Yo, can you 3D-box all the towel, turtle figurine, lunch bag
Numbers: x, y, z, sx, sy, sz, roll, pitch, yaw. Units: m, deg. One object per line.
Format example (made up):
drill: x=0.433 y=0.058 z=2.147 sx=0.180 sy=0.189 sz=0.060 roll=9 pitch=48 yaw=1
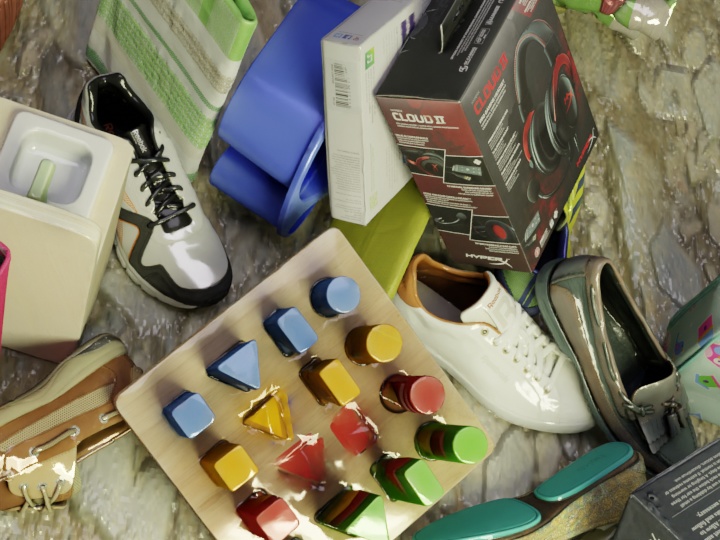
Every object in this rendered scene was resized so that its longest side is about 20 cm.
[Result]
towel: x=-0.141 y=-0.175 z=1.091 sx=0.031 sy=0.200 sz=0.150 roll=-27 pitch=73 yaw=-34
towel: x=0.000 y=0.000 z=1.109 sx=0.085 sy=0.018 sz=0.201 roll=6 pitch=58 yaw=34
turtle figurine: x=0.182 y=-0.285 z=1.278 sx=0.192 sy=0.144 sz=0.202 roll=19 pitch=63 yaw=-11
lunch bag: x=0.345 y=0.072 z=1.128 sx=0.198 sy=0.161 sz=0.078 roll=19 pitch=60 yaw=-5

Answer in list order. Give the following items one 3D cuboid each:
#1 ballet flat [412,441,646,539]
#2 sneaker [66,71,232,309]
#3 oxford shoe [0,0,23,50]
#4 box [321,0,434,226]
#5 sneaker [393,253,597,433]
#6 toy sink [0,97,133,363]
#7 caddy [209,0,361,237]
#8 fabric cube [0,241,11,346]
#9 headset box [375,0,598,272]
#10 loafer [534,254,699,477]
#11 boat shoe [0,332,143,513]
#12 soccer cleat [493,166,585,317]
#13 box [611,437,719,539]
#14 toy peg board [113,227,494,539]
ballet flat: x=0.129 y=0.190 z=1.064 sx=0.198 sy=0.071 sz=0.071 roll=-21 pitch=70 yaw=-23
sneaker: x=-0.161 y=-0.060 z=1.095 sx=0.073 sy=0.080 sz=0.201 roll=-29 pitch=76 yaw=-28
oxford shoe: x=-0.327 y=-0.173 z=1.110 sx=0.073 sy=0.071 sz=0.201 roll=31 pitch=59 yaw=4
box: x=0.034 y=-0.145 z=1.097 sx=0.036 sy=0.146 sz=0.200 roll=16 pitch=38 yaw=25
sneaker: x=0.108 y=0.056 z=1.112 sx=0.199 sy=0.085 sz=0.073 roll=28 pitch=57 yaw=-2
toy sink: x=-0.233 y=-0.040 z=0.992 sx=0.129 sy=0.200 sz=0.113 roll=17 pitch=60 yaw=-6
caddy: x=-0.032 y=-0.120 z=1.129 sx=0.104 sy=0.142 sz=0.201 roll=28 pitch=59 yaw=5
fabric cube: x=-0.352 y=0.057 z=0.907 sx=0.199 sy=0.200 sz=0.197 roll=30 pitch=58 yaw=1
headset box: x=0.096 y=-0.121 z=1.076 sx=0.074 sy=0.201 sz=0.149 roll=8 pitch=53 yaw=33
loafer: x=0.205 y=0.076 z=1.102 sx=0.072 sy=0.063 sz=0.201 roll=-44 pitch=106 yaw=-35
boat shoe: x=-0.218 y=0.125 z=0.985 sx=0.074 sy=0.076 sz=0.200 roll=46 pitch=61 yaw=6
soccer cleat: x=0.155 y=-0.056 z=1.182 sx=0.064 sy=0.084 sz=0.202 roll=20 pitch=60 yaw=-6
box: x=0.264 y=0.242 z=0.985 sx=0.104 sy=0.149 sz=0.200 roll=-22 pitch=52 yaw=-33
toy peg board: x=-0.025 y=0.105 z=0.981 sx=0.199 sy=0.098 sz=0.200 roll=-38 pitch=97 yaw=-16
